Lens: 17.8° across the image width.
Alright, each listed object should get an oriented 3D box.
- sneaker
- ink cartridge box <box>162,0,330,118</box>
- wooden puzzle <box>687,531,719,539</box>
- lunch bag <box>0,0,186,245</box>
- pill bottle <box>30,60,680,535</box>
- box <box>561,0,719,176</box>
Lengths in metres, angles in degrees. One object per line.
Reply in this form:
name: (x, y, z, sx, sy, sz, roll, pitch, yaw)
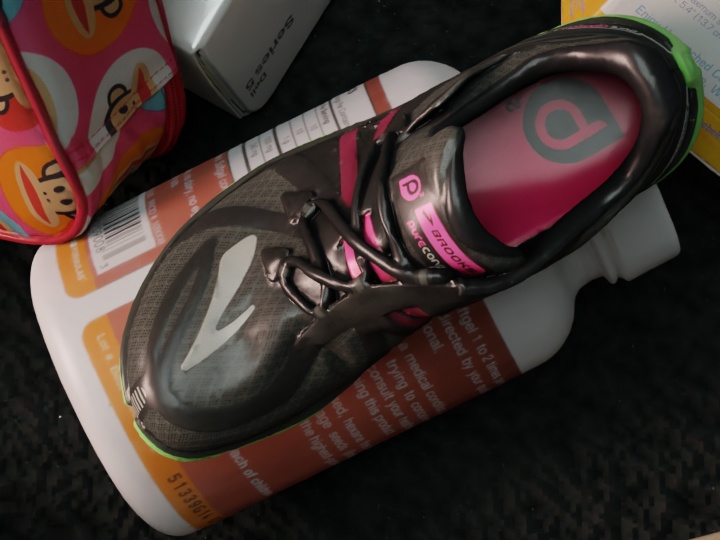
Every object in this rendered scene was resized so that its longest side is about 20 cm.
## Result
sneaker: (0.010, -0.016, 0.674, 0.200, 0.084, 0.077, -35, 88, 3)
ink cartridge box: (-0.093, -0.170, 0.841, 0.199, 0.084, 0.146, 30, 84, 15)
wooden puzzle: (0.090, 0.170, 0.631, 0.199, 0.037, 0.186, -18, 66, 12)
lunch bag: (-0.157, -0.111, 0.756, 0.176, 0.201, 0.082, 12, 42, 33)
pill bottle: (0.000, 0.000, 0.773, 0.199, 0.112, 0.113, -25, 75, 4)
box: (0.171, -0.107, 0.706, 0.119, 0.042, 0.200, 37, 118, -20)
